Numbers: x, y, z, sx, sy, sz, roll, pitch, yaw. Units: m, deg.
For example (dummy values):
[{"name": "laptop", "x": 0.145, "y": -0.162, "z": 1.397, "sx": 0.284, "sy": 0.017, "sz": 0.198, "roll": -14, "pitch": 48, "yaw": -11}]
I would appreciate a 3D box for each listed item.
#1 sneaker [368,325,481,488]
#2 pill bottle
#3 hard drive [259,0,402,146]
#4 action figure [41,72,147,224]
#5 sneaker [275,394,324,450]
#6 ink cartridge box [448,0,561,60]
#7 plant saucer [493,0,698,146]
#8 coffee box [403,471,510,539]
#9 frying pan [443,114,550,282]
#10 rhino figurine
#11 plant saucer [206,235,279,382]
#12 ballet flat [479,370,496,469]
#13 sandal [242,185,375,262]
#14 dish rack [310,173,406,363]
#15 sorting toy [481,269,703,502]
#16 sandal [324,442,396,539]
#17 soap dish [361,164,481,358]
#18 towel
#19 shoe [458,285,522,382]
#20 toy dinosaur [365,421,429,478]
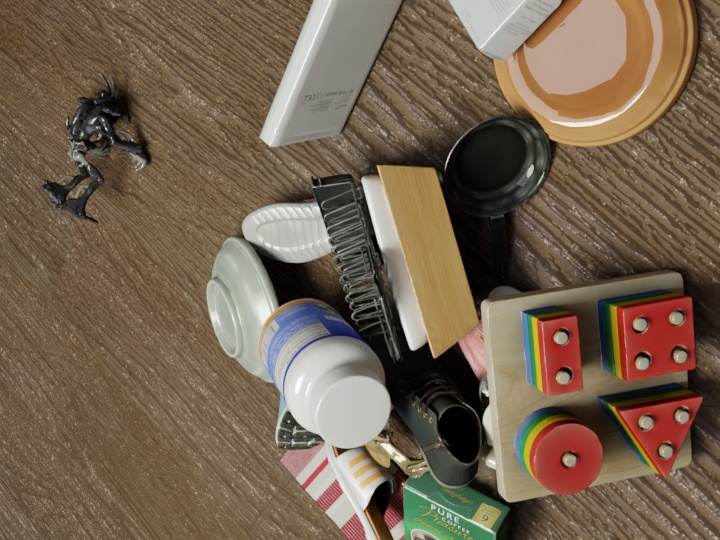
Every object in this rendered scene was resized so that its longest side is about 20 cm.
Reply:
[{"name": "sneaker", "x": 0.075, "y": 0.129, "z": 0.899, "sx": 0.200, "sy": 0.075, "sz": 0.106, "roll": 59, "pitch": 164, "yaw": 22}, {"name": "pill bottle", "x": -0.039, "y": 0.113, "z": 0.926, "sx": 0.200, "sy": 0.112, "sz": 0.112, "roll": -139, "pitch": 47, "yaw": -63}, {"name": "hard drive", "x": -0.027, "y": -0.230, "z": 0.902, "sx": 0.026, "sy": 0.132, "sz": 0.200, "roll": 40, "pitch": 124, "yaw": 19}, {"name": "action figure", "x": -0.376, "y": -0.175, "z": 1.198, "sx": 0.119, "sy": 0.102, "sz": 0.200, "roll": 24, "pitch": 91, "yaw": 37}, {"name": "sneaker", "x": -0.068, "y": 0.142, "z": 1.091, "sx": 0.090, "sy": 0.078, "sz": 0.200, "roll": -133, "pitch": 56, "yaw": -62}, {"name": "ink cartridge box", "x": 0.153, "y": -0.323, "z": 0.770, "sx": 0.200, "sy": 0.057, "sz": 0.163, "roll": -41, "pitch": 60, "yaw": 32}, {"name": "plant saucer", "x": 0.213, "y": -0.216, "z": 0.794, "sx": 0.200, "sy": 0.037, "sz": 0.201, "roll": 12, "pitch": 110, "yaw": 33}, {"name": "coffee box", "x": 0.112, "y": 0.328, "z": 0.996, "sx": 0.123, "sy": 0.044, "sz": 0.200, "roll": 21, "pitch": 136, "yaw": 29}, {"name": "frying pan", "x": 0.155, "y": -0.083, "z": 0.873, "sx": 0.115, "sy": 0.031, "sz": 0.190, "roll": -31, "pitch": 128, "yaw": 6}, {"name": "rhino figurine", "x": 0.114, "y": 0.209, "z": 0.984, "sx": 0.087, "sy": 0.060, "sz": 0.200, "roll": -33, "pitch": 87, "yaw": 30}, {"name": "plant saucer", "x": -0.159, "y": 0.057, "z": 1.089, "sx": 0.200, "sy": 0.050, "sz": 0.201, "roll": 42, "pitch": 141, "yaw": 47}, {"name": "ballet flat", "x": 0.151, "y": 0.169, "z": 0.878, "sx": 0.072, "sy": 0.072, "sz": 0.201, "roll": 22, "pitch": 141, "yaw": 29}, {"name": "sandal", "x": -0.050, "y": -0.059, "z": 1.031, "sx": 0.202, "sy": 0.050, "sz": 0.083, "roll": -8, "pitch": 114, "yaw": 24}, {"name": "dish rack", "x": 0.000, "y": 0.000, "z": 0.901, "sx": 0.054, "sy": 0.200, "sz": 0.154, "roll": -17, "pitch": 131, "yaw": 3}, {"name": "sorting toy", "x": 0.227, "y": 0.115, "z": 0.784, "sx": 0.070, "sy": 0.199, "sz": 0.199, "roll": -145, "pitch": 47, "yaw": -76}, {"name": "sandal", "x": 0.024, "y": 0.285, "z": 1.038, "sx": 0.059, "sy": 0.079, "sz": 0.207, "roll": -33, "pitch": 65, "yaw": 7}, {"name": "soap dish", "x": 0.063, "y": -0.022, "z": 0.894, "sx": 0.081, "sy": 0.157, "sz": 0.200, "roll": -17, "pitch": 96, "yaw": 3}, {"name": "towel", "x": -0.007, "y": 0.285, "z": 1.121, "sx": 0.200, "sy": 0.023, "sz": 0.144, "roll": 46, "pitch": 123, "yaw": 14}, {"name": "shoe", "x": 0.196, "y": 0.110, "z": 0.895, "sx": 0.200, "sy": 0.071, "sz": 0.091, "roll": 43, "pitch": 141, "yaw": 10}, {"name": "toy dinosaur", "x": 0.005, "y": 0.188, "z": 0.997, "sx": 0.200, "sy": 0.058, "sz": 0.101, "roll": 24, "pitch": 138, "yaw": 56}]
